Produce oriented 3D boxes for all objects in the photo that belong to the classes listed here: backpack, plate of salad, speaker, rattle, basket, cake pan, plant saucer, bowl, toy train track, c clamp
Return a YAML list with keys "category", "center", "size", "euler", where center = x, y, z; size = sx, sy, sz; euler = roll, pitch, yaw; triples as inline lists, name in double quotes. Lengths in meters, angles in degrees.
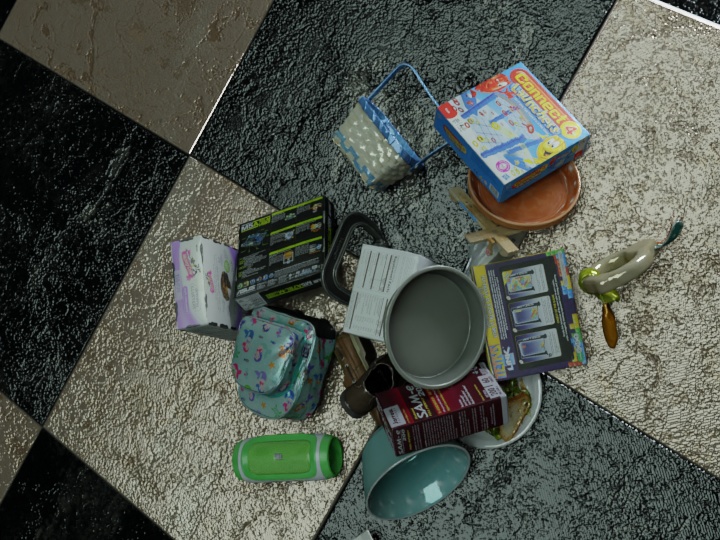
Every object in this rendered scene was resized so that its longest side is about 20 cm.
- category: "backpack"
  center: [-0.151, 0.179, 1.699]
  size: [0.176, 0.150, 0.203]
  euler: [15, 96, 37]
- category: "plate of salad"
  center: [0.220, 0.211, 1.595]
  size: [0.197, 0.048, 0.203]
  euler: [-4, 80, 22]
- category: "speaker"
  center: [-0.137, 0.352, 1.694]
  size: [0.197, 0.088, 0.090]
  euler: [-7, 78, 20]
- category: "rattle"
  center: [0.478, 0.016, 1.517]
  size: [0.198, 0.130, 0.144]
  euler: [-28, 82, -13]
- category: "basket"
  center: [0.061, -0.262, 1.688]
  size: [0.199, 0.139, 0.177]
  euler: [-38, 75, 17]
- category: "cake pan"
  center: [0.119, 0.092, 1.488]
  size: [0.037, 0.198, 0.203]
  euler: [6, 81, 62]
- category: "plant saucer"
  center: [0.288, -0.153, 1.599]
  size: [0.197, 0.032, 0.203]
  euler: [-1, 57, 2]
- category: "bowl"
  center: [0.081, 0.328, 1.568]
  size: [0.200, 0.200, 0.106]
  euler: [-40, 50, 11]
- category: "toy train track"
  center: [0.212, -0.080, 1.590]
  size: [0.113, 0.033, 0.201]
  euler: [-13, 43, -22]
- category: "c clamp"
  center: [0.000, 0.000, 1.689]
  size: [0.027, 0.170, 0.202]
  euler: [-3, 66, 54]

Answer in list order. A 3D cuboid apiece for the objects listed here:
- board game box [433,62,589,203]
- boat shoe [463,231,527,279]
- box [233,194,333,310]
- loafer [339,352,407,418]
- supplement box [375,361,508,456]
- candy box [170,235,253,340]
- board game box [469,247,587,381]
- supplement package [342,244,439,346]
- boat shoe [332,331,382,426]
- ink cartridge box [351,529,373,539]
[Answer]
- category: "board game box"
  center: [0.265, -0.248, 1.599]
  size: [0.194, 0.056, 0.201]
  euler: [-30, 66, -17]
- category: "boat shoe"
  center: [0.229, -0.040, 1.626]
  size: [0.068, 0.072, 0.202]
  euler: [35, 98, 38]
- category: "box"
  center: [-0.147, -0.035, 1.745]
  size: [0.198, 0.048, 0.195]
  euler: [-18, 46, 18]
- category: "loafer"
  center: [0.044, 0.193, 1.594]
  size: [0.073, 0.200, 0.071]
  euler: [50, 129, 2]
- category: "supplement box"
  center: [0.134, 0.228, 1.501]
  size: [0.197, 0.109, 0.062]
  euler: [-16, 119, -8]
- category: "candy box"
  center: [-0.280, 0.038, 1.742]
  size: [0.071, 0.200, 0.170]
  euler: [-11, 77, 19]
- category: "board game box"
  center: [0.286, 0.077, 1.550]
  size: [0.163, 0.057, 0.203]
  euler: [-11, 87, 4]
- category: "supplement package"
  center: [0.071, 0.053, 1.598]
  size: [0.110, 0.200, 0.158]
  euler: [12, 86, 23]
- category: "boat shoe"
  center: [0.006, 0.204, 1.675]
  size: [0.068, 0.072, 0.202]
  euler: [-30, 62, 19]
- category: "ink cartridge box"
  center: [-0.003, 0.594, 1.620]
  size: [0.175, 0.045, 0.202]
  euler: [-34, 71, 14]
